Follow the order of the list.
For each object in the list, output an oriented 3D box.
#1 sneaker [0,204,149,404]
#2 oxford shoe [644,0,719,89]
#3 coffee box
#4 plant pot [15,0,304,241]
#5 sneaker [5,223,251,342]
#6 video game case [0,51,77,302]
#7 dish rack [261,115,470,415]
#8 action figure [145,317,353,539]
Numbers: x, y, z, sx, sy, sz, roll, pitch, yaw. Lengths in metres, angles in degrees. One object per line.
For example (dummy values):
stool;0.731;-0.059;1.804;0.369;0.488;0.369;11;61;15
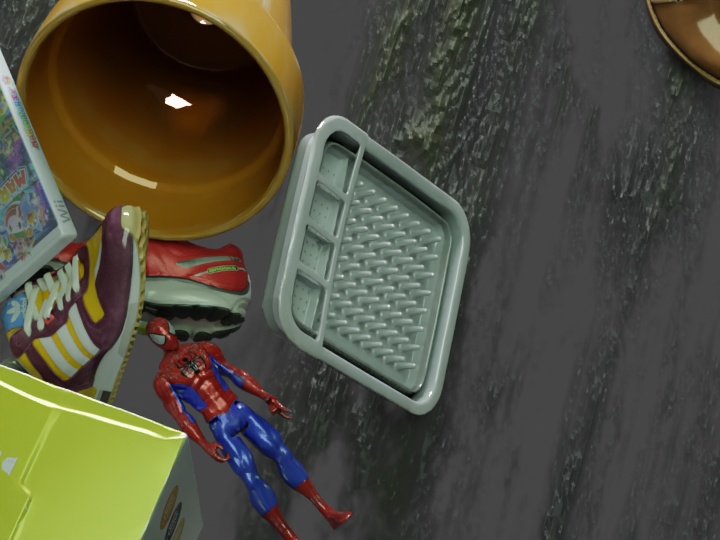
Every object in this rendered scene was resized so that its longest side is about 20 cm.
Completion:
sneaker;-0.200;0.028;1.553;0.090;0.201;0.075;10;45;-10
oxford shoe;0.266;-0.234;1.810;0.071;0.071;0.201;-25;78;-20
coffee box;-0.235;0.190;1.469;0.199;0.198;0.201;20;68;7
plant pot;-0.127;-0.155;1.633;0.199;0.201;0.184;21;37;-3
sneaker;-0.178;-0.002;1.645;0.199;0.077;0.085;11;57;-14
video game case;-0.281;-0.076;1.589;0.018;0.143;0.201;-4;64;-51
dish rack;0.000;0.000;1.633;0.200;0.043;0.173;33;62;-46
action figure;-0.087;0.113;1.613;0.065;0.052;0.200;-39;87;-16
